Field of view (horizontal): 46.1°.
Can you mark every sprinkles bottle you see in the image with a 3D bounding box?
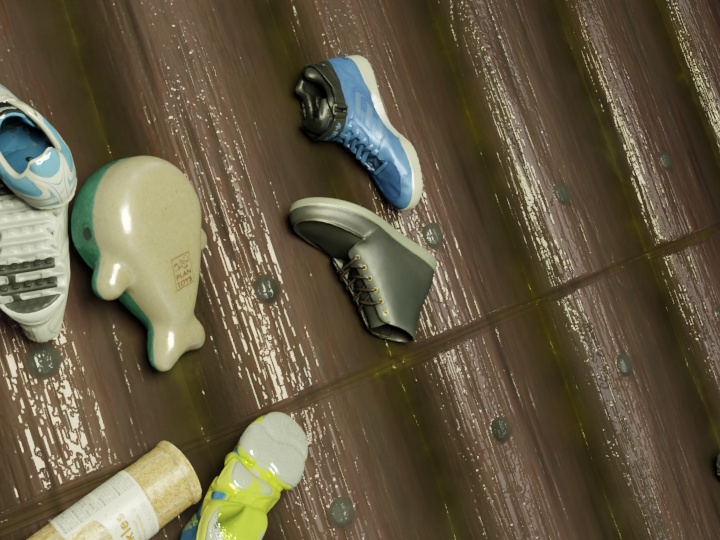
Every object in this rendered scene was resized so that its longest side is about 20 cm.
[{"bbox_3d":[-0.237,0.235,0.751,0.198,0.068,0.069,-34,94,-33],"label":"sprinkles bottle"}]

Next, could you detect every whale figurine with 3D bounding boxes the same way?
[{"bbox_3d":[-0.214,-0.007,0.826,0.159,0.101,0.205,-40,123,-57],"label":"whale figurine"}]

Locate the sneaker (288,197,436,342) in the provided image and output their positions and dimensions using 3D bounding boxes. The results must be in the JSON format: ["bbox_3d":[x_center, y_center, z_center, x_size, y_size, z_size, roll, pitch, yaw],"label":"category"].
[{"bbox_3d":[0.000,0.000,0.952,0.197,0.074,0.108,26,62,-24],"label":"sneaker"}]

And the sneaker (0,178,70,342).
[{"bbox_3d":[-0.303,-0.028,0.786,0.073,0.082,0.204,-5,58,-10],"label":"sneaker"}]

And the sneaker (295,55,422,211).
[{"bbox_3d":[-0.009,-0.154,0.987,0.110,0.076,0.204,-18,82,-39],"label":"sneaker"}]

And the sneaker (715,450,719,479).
[{"bbox_3d":[0.582,0.275,1.235,0.197,0.074,0.081,15,60,-33],"label":"sneaker"}]

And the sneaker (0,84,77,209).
[{"bbox_3d":[-0.327,-0.136,0.765,0.199,0.073,0.072,40,58,20],"label":"sneaker"}]

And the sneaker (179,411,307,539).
[{"bbox_3d":[-0.123,0.221,0.827,0.076,0.105,0.200,46,29,-4],"label":"sneaker"}]
